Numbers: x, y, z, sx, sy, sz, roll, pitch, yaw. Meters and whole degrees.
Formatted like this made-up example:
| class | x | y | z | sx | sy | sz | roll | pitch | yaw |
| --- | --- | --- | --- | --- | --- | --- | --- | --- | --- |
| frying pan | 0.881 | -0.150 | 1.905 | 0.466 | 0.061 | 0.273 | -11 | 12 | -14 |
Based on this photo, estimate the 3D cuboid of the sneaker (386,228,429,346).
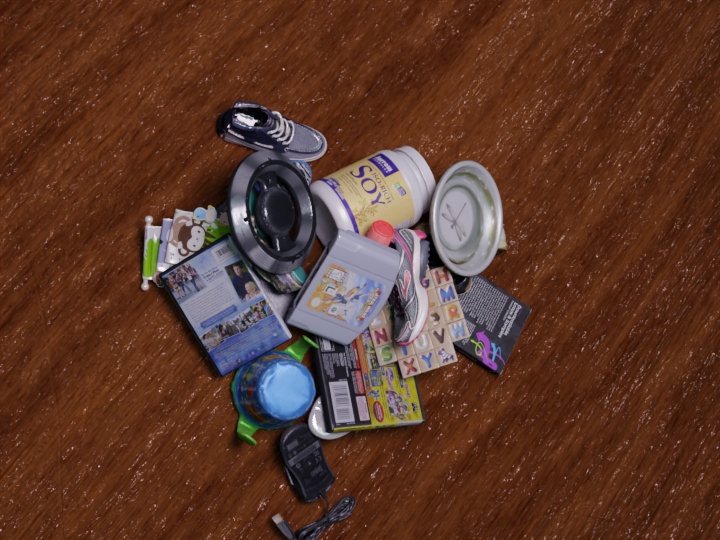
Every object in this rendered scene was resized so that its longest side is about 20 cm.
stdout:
| class | x | y | z | sx | sy | sz | roll | pitch | yaw |
| --- | --- | --- | --- | --- | --- | --- | --- | --- | --- |
| sneaker | 0.068 | 0.029 | 1.537 | 0.074 | 0.081 | 0.202 | 6 | 75 | -27 |

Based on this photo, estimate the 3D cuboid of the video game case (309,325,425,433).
| class | x | y | z | sx | sy | sz | roll | pitch | yaw |
| --- | --- | --- | --- | --- | --- | --- | --- | --- | --- |
| video game case | 0.011 | 0.175 | 1.573 | 0.179 | 0.026 | 0.201 | -1 | 66 | -25 |

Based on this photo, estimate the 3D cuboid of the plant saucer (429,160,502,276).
| class | x | y | z | sx | sy | sz | roll | pitch | yaw |
| --- | --- | --- | --- | --- | --- | --- | --- | --- | --- |
| plant saucer | 0.175 | -0.091 | 1.591 | 0.199 | 0.050 | 0.202 | -3 | 95 | -46 |

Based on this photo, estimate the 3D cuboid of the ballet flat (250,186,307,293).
| class | x | y | z | sx | sy | sz | roll | pitch | yaw |
| --- | --- | --- | --- | --- | --- | --- | --- | --- | --- |
| ballet flat | -0.165 | -0.046 | 1.511 | 0.072 | 0.072 | 0.201 | -32 | 96 | -20 |

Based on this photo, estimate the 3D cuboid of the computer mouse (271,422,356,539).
| class | x | y | z | sx | sy | sz | roll | pitch | yaw |
| --- | --- | --- | --- | --- | --- | --- | --- | --- | --- |
| computer mouse | -0.106 | 0.365 | 1.540 | 0.140 | 0.046 | 0.201 | -36 | 108 | -24 |

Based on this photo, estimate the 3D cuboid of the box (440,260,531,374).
| class | x | y | z | sx | sy | sz | roll | pitch | yaw |
| --- | --- | --- | --- | --- | --- | --- | --- | --- | --- |
| box | 0.207 | 0.083 | 1.687 | 0.199 | 0.036 | 0.144 | 33 | 74 | -11 |

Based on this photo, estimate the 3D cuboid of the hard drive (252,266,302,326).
| class | x | y | z | sx | sy | sz | roll | pitch | yaw |
| --- | --- | --- | --- | --- | --- | --- | --- | --- | --- |
| hard drive | -0.180 | 0.046 | 1.551 | 0.199 | 0.042 | 0.136 | -19 | 90 | -20 |

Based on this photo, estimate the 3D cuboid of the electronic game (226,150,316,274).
| class | x | y | z | sx | sy | sz | roll | pitch | yaw |
| --- | --- | --- | --- | --- | --- | --- | --- | --- | --- |
| electronic game | -0.140 | -0.094 | 1.461 | 0.199 | 0.041 | 0.202 | 13 | 73 | -51 |

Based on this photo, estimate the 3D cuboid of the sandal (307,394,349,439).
| class | x | y | z | sx | sy | sz | roll | pitch | yaw |
| --- | --- | --- | --- | --- | --- | --- | --- | --- | --- |
| sandal | -0.019 | 0.221 | 1.583 | 0.082 | 0.050 | 0.203 | 45 | 58 | 0 |

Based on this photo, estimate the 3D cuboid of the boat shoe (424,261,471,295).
| class | x | y | z | sx | sy | sz | roll | pitch | yaw |
| --- | --- | --- | --- | --- | --- | --- | --- | --- | --- |
| boat shoe | 0.101 | 0.015 | 1.623 | 0.198 | 0.062 | 0.075 | -1 | 75 | 1 |

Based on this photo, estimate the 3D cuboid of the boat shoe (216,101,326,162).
| class | x | y | z | sx | sy | sz | roll | pitch | yaw |
| --- | --- | --- | --- | --- | --- | --- | --- | --- | --- |
| boat shoe | -0.145 | -0.239 | 1.570 | 0.199 | 0.093 | 0.075 | 8 | 81 | -18 |

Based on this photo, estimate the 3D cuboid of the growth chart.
| class | x | y | z | sx | sy | sz | roll | pitch | yaw |
| --- | --- | --- | --- | --- | --- | --- | --- | --- | --- |
| growth chart | -0.265 | -0.034 | 1.483 | 0.198 | 0.018 | 0.146 | 2 | 103 | 7 |

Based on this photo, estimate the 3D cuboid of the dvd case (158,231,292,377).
| class | x | y | z | sx | sy | sz | roll | pitch | yaw |
| --- | --- | --- | --- | --- | --- | --- | --- | --- | --- |
| dvd case | -0.220 | 0.058 | 1.479 | 0.142 | 0.018 | 0.201 | -28 | 98 | 13 |

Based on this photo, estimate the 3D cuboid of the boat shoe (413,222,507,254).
| class | x | y | z | sx | sy | sz | roll | pitch | yaw |
| --- | --- | --- | --- | --- | --- | --- | --- | --- | --- |
| boat shoe | 0.182 | -0.070 | 1.681 | 0.199 | 0.073 | 0.063 | 7 | 75 | -29 |

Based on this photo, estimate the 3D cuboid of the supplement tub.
| class | x | y | z | sx | sy | sz | roll | pitch | yaw |
| --- | --- | --- | --- | --- | --- | --- | --- | --- | --- |
| supplement tub | 0.019 | -0.122 | 1.586 | 0.199 | 0.145 | 0.146 | -28 | 93 | -20 |

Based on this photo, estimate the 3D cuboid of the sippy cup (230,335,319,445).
| class | x | y | z | sx | sy | sz | roll | pitch | yaw |
| --- | --- | --- | --- | --- | --- | --- | --- | --- | --- |
| sippy cup | -0.136 | 0.197 | 1.502 | 0.139 | 0.130 | 0.179 | 1 | 83 | -20 |

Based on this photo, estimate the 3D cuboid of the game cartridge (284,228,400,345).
| class | x | y | z | sx | sy | sz | roll | pitch | yaw |
| --- | --- | --- | --- | --- | --- | --- | --- | --- | --- |
| game cartridge | -0.024 | 0.033 | 1.494 | 0.132 | 0.042 | 0.201 | 24 | 119 | -15 |

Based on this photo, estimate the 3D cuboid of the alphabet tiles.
| class | x | y | z | sx | sy | sz | roll | pitch | yaw |
| --- | --- | --- | --- | --- | --- | --- | --- | --- | --- |
| alphabet tiles | 0.093 | 0.078 | 1.577 | 0.165 | 0.006 | 0.201 | -19 | 74 | 9 |

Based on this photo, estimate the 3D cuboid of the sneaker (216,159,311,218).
| class | x | y | z | sx | sy | sz | roll | pitch | yaw |
| --- | --- | --- | --- | --- | --- | --- | --- | --- | --- |
| sneaker | -0.170 | -0.123 | 1.570 | 0.199 | 0.078 | 0.066 | -33 | 101 | -1 |

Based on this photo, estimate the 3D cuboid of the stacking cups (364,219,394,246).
| class | x | y | z | sx | sy | sz | roll | pitch | yaw |
| --- | --- | --- | --- | --- | --- | --- | --- | --- | --- |
| stacking cups | 0.000 | 0.000 | 1.532 | 0.060 | 0.201 | 0.061 | 14 | 44 | -14 |
